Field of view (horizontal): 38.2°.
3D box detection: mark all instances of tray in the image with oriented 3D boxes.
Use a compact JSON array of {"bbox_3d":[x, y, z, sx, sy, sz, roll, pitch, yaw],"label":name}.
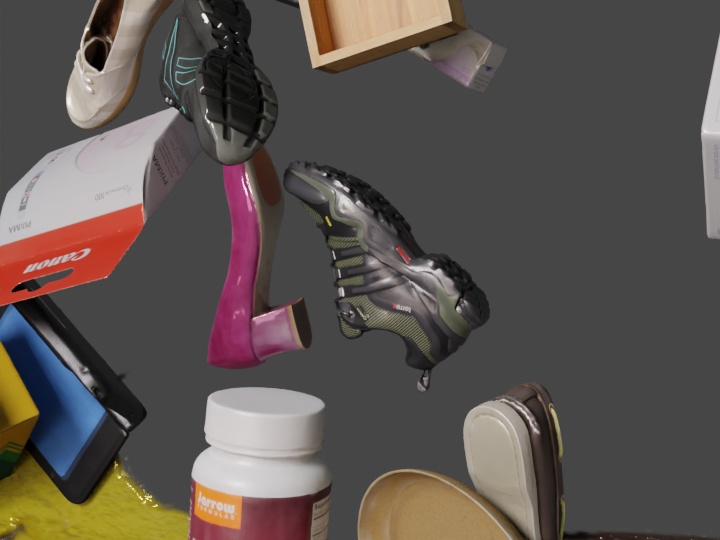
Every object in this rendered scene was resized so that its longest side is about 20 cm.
[{"bbox_3d":[-0.002,-0.240,0.665,0.097,0.037,0.203,-13,87,24],"label":"tray"}]

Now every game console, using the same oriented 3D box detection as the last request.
[{"bbox_3d":[-0.298,0.092,0.927,0.116,0.176,0.200,-43,74,-9],"label":"game console"}]

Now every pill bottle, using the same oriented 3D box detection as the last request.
[{"bbox_3d":[-0.081,0.203,0.826,0.112,0.114,0.204,6,95,24],"label":"pill bottle"}]

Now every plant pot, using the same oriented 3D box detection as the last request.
[{"bbox_3d":[0.074,0.235,0.763,0.199,0.027,0.203,27,128,41],"label":"plant pot"}]

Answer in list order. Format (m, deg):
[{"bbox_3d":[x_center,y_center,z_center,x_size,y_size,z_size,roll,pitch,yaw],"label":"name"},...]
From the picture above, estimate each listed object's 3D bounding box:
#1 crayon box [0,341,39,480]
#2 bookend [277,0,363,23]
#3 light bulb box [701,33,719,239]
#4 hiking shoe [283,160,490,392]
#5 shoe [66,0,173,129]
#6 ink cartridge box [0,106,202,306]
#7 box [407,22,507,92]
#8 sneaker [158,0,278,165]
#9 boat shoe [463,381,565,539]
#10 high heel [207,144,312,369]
[{"bbox_3d":[-0.349,0.110,0.932,0.127,0.051,0.200,57,144,11],"label":"crayon box"},{"bbox_3d":[-0.036,-0.295,0.750,0.197,0.092,0.203,24,102,23],"label":"bookend"},{"bbox_3d":[0.310,-0.120,0.585,0.197,0.125,0.201,9,69,24],"label":"light bulb box"},{"bbox_3d":[0.000,0.000,0.800,0.200,0.076,0.101,43,105,16],"label":"hiking shoe"},{"bbox_3d":[-0.214,-0.203,0.888,0.070,0.053,0.201,53,125,23],"label":"shoe"},{"bbox_3d":[-0.232,-0.053,0.846,0.160,0.201,0.058,-14,115,24],"label":"ink cartridge box"},{"bbox_3d":[0.021,-0.204,0.801,0.199,0.041,0.039,37,106,20],"label":"box"},{"bbox_3d":[-0.118,-0.147,0.829,0.079,0.075,0.202,-45,40,32],"label":"sneaker"},{"bbox_3d":[0.117,0.179,0.755,0.071,0.059,0.203,12,117,44],"label":"boat shoe"},{"bbox_3d":[-0.106,-0.020,0.858,0.094,0.067,0.203,-13,98,20],"label":"high heel"}]
